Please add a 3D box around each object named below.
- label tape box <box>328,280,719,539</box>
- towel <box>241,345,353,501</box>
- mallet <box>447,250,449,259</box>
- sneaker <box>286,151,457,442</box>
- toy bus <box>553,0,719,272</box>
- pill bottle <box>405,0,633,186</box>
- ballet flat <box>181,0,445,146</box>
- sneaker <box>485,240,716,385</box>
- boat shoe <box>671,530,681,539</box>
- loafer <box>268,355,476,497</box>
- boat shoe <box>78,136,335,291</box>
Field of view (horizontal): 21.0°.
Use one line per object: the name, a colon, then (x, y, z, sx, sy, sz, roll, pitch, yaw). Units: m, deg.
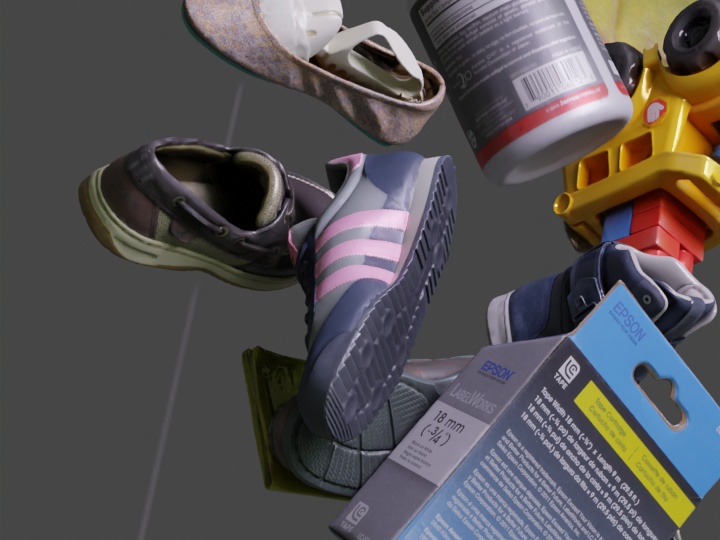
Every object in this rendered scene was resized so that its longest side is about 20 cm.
label tape box: (0.101, 0.119, 1.074, 0.200, 0.063, 0.144, -48, 118, -12)
towel: (0.013, 0.098, 1.133, 0.199, 0.018, 0.087, 16, 52, -45)
mallet: (0.000, 0.000, 1.149, 0.066, 0.041, 0.200, 55, 25, -4)
sneaker: (-0.009, 0.011, 1.055, 0.201, 0.081, 0.071, -64, 154, -44)
toy bus: (0.236, -0.073, 1.397, 0.135, 0.199, 0.193, 37, 47, -32)
pill bottle: (0.101, -0.172, 1.364, 0.115, 0.115, 0.202, -10, 72, -54)
ballet flat: (-0.022, -0.145, 1.231, 0.199, 0.067, 0.069, 24, 46, -40)
sneaker: (0.166, 0.081, 1.229, 0.077, 0.146, 0.204, 9, 59, -50)
boat shoe: (0.161, 0.182, 1.169, 0.064, 0.070, 0.202, -165, -121, -80)
loafer: (0.025, 0.083, 1.107, 0.198, 0.063, 0.073, -8, 101, -37)
boat shoe: (-0.067, -0.034, 1.092, 0.199, 0.065, 0.074, 0, 62, -53)
